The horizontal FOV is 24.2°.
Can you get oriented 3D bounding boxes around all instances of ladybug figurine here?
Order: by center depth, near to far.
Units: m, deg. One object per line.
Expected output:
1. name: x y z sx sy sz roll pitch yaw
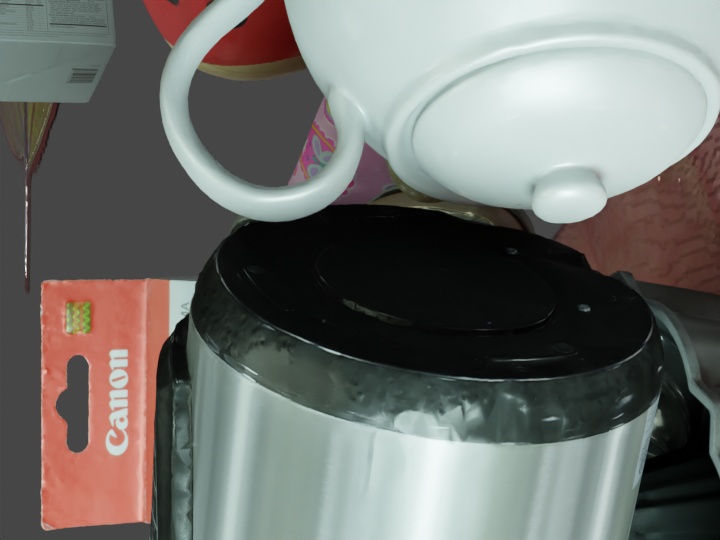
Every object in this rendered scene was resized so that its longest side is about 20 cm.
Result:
1. ladybug figurine: -0.072 -0.170 0.814 0.135 0.072 0.201 34 150 33

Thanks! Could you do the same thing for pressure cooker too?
1. pressure cooker: 0.013 0.094 0.618 0.178 0.175 0.202 31 122 45

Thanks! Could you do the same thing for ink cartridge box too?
1. ink cartridge box: -0.100 0.083 1.063 0.050 0.198 0.164 -170 80 -67

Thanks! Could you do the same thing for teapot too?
1. teapot: 0.060 -0.085 0.606 0.199 0.196 0.147 -27 57 41

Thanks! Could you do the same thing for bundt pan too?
1. bundt pan: 0.123 0.100 0.672 0.202 0.075 0.204 180 90 -68

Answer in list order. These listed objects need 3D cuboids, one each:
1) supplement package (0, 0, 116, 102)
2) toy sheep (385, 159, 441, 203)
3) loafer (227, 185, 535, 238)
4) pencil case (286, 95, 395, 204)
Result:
1. supplement package: -0.346 -0.296 1.738 0.152 0.149 0.202 139 127 -63
2. toy sheep: 0.051 -0.130 0.781 0.138 0.137 0.202 36 114 63
3. loafer: 0.000 0.000 0.893 0.199 0.063 0.072 -3 129 39
4. pencil case: 0.008 -0.056 0.951 0.201 0.087 0.088 117 146 -51
